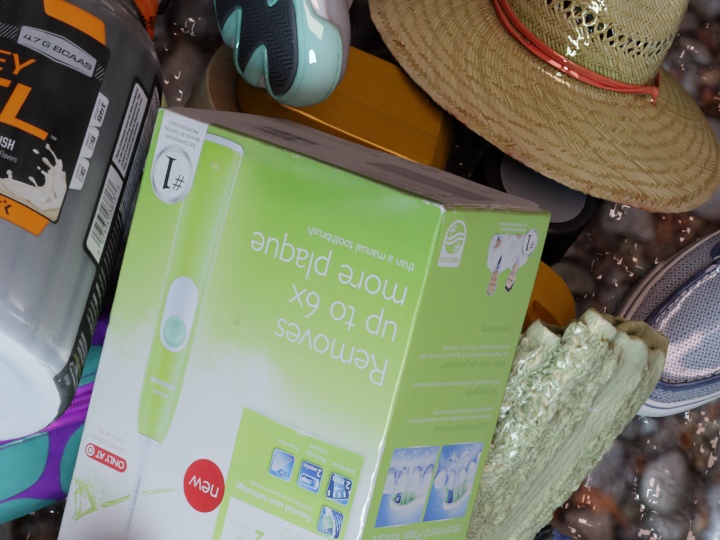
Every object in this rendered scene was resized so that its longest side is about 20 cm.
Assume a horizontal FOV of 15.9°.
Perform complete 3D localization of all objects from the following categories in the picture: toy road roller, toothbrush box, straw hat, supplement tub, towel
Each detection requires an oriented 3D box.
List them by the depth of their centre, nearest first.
[{"bbox_3d":[-0.026,0.050,1.031,0.086,0.145,0.202,-1,109,-55],"label":"toothbrush box"},{"bbox_3d":[-0.153,-0.043,1.063,0.122,0.123,0.201,20,59,-12],"label":"supplement tub"},{"bbox_3d":[0.056,0.096,1.120,0.036,0.148,0.200,45,102,20],"label":"towel"},{"bbox_3d":[0.000,0.000,1.138,0.199,0.123,0.147,25,51,-9],"label":"toy road roller"},{"bbox_3d":[0.106,-0.120,1.171,0.200,0.201,0.085,27,118,-10],"label":"straw hat"}]

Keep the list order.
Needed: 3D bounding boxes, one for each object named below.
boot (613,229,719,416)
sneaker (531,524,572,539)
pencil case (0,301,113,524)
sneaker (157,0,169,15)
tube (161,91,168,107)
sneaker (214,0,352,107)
[{"bbox_3d":[0.207,-0.001,1.236,0.199,0.090,0.073,-35,91,-18],"label":"boot"},{"bbox_3d":[0.070,0.220,1.170,0.085,0.077,0.201,33,74,-12],"label":"sneaker"},{"bbox_3d":[-0.156,0.069,1.122,0.199,0.092,0.086,-20,87,-17],"label":"pencil case"},{"bbox_3d":[-0.114,-0.224,1.192,0.086,0.075,0.202,10,78,-15],"label":"sneaker"},{"bbox_3d":[-0.185,-0.051,1.160,0.199,0.052,0.058,-23,46,-15],"label":"tube"},{"bbox_3d":[0.004,-0.147,1.115,0.139,0.078,0.201,5,48,-26],"label":"sneaker"}]
